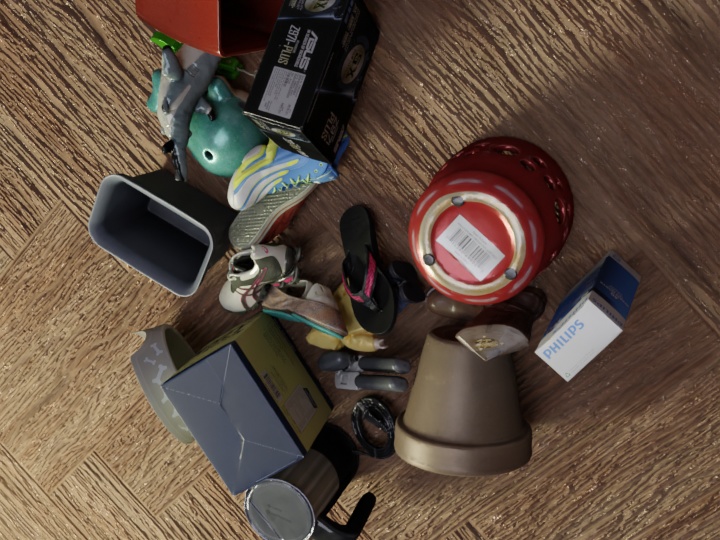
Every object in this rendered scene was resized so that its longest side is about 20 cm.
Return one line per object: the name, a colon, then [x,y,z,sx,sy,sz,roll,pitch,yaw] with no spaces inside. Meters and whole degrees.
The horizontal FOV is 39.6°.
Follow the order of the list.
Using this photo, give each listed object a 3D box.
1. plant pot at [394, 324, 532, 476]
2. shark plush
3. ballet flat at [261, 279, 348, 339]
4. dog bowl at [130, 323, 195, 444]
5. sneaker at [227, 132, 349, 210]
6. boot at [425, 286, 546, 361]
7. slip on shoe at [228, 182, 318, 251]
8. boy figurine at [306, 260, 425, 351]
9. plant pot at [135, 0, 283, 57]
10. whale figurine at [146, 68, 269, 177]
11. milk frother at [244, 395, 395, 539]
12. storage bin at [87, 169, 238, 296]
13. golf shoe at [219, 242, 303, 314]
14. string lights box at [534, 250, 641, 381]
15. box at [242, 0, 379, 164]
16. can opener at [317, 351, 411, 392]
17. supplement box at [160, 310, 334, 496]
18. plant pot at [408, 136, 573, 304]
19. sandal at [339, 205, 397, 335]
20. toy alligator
plant pot: [0.149,0.173,1.416,0.200,0.200,0.175,6,101,20]
shark plush: [-0.237,-0.227,1.381,0.083,0.091,0.201,6,81,-10]
ballet flat: [-0.080,0.049,1.491,0.200,0.068,0.067,15,79,48]
dog bowl: [-0.293,0.174,1.592,0.059,0.200,0.200,-29,97,2]
sneaker: [-0.096,-0.146,1.416,0.105,0.076,0.200,42,93,22]
boot: [0.152,0.068,1.364,0.186,0.200,0.064,-3,107,22]
slip on shoe: [-0.116,-0.107,1.494,0.200,0.061,0.074,-48,66,15]
boy figurine: [0.003,0.069,1.496,0.200,0.064,0.125,-37,66,30]
plant pot: [-0.198,-0.406,1.349,0.176,0.200,0.201,12,113,29]
whale figurine: [-0.229,-0.212,1.454,0.200,0.104,0.159,29,136,1]
milk frother: [-0.052,0.302,1.538,0.180,0.188,0.201,18,114,14]
storage bin: [-0.291,-0.063,1.533,0.200,0.134,0.146,31,117,10]
golf shoe: [-0.170,0.004,1.513,0.200,0.088,0.077,-32,51,44]
string lights box: [0.298,0.054,1.301,0.059,0.200,0.103,42,119,3]
box: [-0.060,-0.262,1.312,0.086,0.164,0.201,19,85,15]
can opener: [-0.002,0.149,1.485,0.200,0.067,0.054,-8,69,62]
supplement box: [-0.165,0.193,1.526,0.134,0.200,0.200,-30,96,17]
plant pot: [0.172,-0.064,1.324,0.200,0.182,0.201,6,109,18]
sandal: [0.000,0.000,1.441,0.075,0.045,0.201,-25,70,31]
toy alligator: [-0.215,-0.300,1.468,0.199,0.059,0.054,21,158,10]
